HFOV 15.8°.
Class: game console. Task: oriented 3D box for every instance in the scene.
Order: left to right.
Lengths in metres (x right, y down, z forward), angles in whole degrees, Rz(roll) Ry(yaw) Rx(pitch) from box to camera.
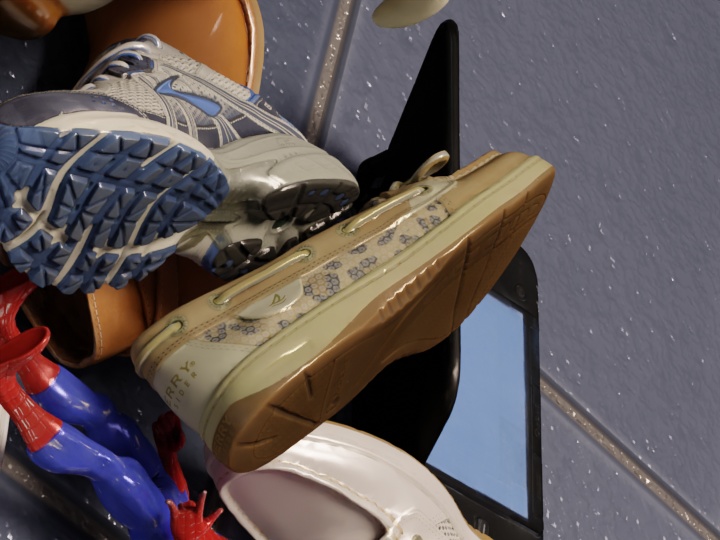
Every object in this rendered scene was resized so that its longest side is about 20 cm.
[{"bbox_3d":[0.057,0.024,1.162,0.176,0.116,0.201,32,46,-36],"label":"game console"}]

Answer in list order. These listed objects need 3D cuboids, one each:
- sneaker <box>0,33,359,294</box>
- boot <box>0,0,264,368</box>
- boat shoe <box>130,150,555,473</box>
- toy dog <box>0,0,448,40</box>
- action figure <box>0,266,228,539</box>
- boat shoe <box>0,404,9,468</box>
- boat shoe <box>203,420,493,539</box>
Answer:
[{"bbox_3d":[-0.086,-0.045,0.962,0.085,0.077,0.200,53,20,21],"label":"sneaker"},{"bbox_3d":[-0.102,-0.063,1.058,0.155,0.074,0.200,-24,83,-49],"label":"boot"},{"bbox_3d":[0.000,0.000,0.996,0.063,0.073,0.200,39,47,19],"label":"boat shoe"},{"bbox_3d":[-0.069,-0.160,0.967,0.194,0.199,0.140,47,42,-51],"label":"toy dog"},{"bbox_3d":[-0.079,0.085,0.978,0.200,0.052,0.066,60,5,-36],"label":"action figure"},{"bbox_3d":[-0.158,0.083,0.893,0.072,0.066,0.200,49,37,-18],"label":"boat shoe"},{"bbox_3d":[0.012,0.129,1.076,0.200,0.071,0.070,37,43,-33],"label":"boat shoe"}]
